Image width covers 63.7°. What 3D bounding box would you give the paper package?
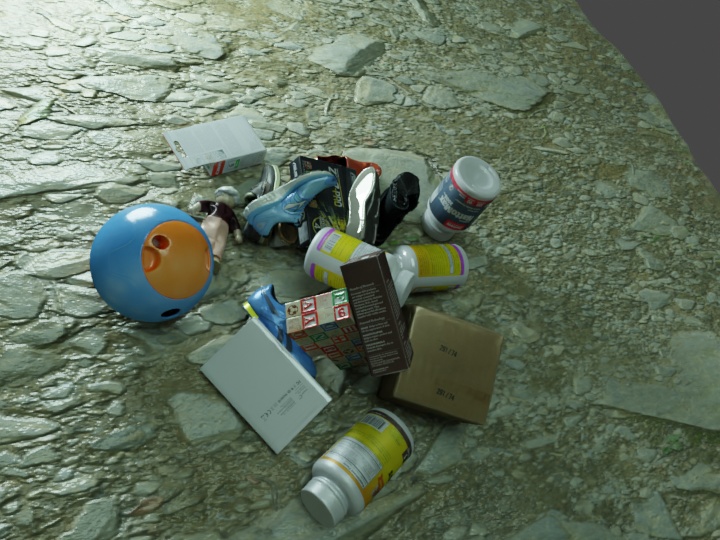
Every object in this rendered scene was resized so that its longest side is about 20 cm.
[{"bbox_3d":[0.154,0.184,1.128,0.199,0.103,0.191,19,77,-13],"label":"paper package"}]

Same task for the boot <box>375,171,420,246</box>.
[{"bbox_3d":[0.090,-0.165,1.319,0.076,0.168,0.200,34,51,-4],"label":"boot"}]

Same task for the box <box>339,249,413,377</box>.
[{"bbox_3d":[0.031,0.071,1.005,0.075,0.100,0.201,-13,94,11],"label":"box"}]

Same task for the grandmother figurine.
[{"bbox_3d":[-0.292,-0.097,1.169,0.121,0.060,0.201,42,41,-32],"label":"grandmother figurine"}]

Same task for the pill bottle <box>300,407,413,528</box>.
[{"bbox_3d":[-0.006,0.334,0.985,0.109,0.109,0.200,47,52,9],"label":"pill bottle"}]

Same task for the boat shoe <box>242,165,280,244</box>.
[{"bbox_3d":[-0.212,-0.149,1.225,0.066,0.072,0.202,15,56,-22],"label":"boat shoe"}]

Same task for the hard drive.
[{"bbox_3d":[-0.165,0.199,1.015,0.132,0.027,0.200,-44,83,-8],"label":"hard drive"}]

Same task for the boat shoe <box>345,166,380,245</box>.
[{"bbox_3d":[0.011,-0.129,1.255,0.057,0.067,0.201,39,52,-44],"label":"boat shoe"}]

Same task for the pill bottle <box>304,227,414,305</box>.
[{"bbox_3d":[0.000,0.000,1.118,0.199,0.104,0.104,25,50,14],"label":"pill bottle"}]

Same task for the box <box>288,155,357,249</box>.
[{"bbox_3d":[-0.069,-0.138,1.260,0.161,0.049,0.201,8,66,-41],"label":"box"}]

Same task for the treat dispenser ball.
[{"bbox_3d":[-0.352,-0.013,0.989,0.200,0.201,0.202,12,55,-18],"label":"treat dispenser ball"}]

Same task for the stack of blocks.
[{"bbox_3d":[-0.045,0.114,1.056,0.115,0.200,0.059,-16,57,10],"label":"stack of blocks"}]

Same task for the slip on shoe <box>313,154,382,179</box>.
[{"bbox_3d":[-0.032,-0.240,1.380,0.199,0.061,0.074,-2,58,-28],"label":"slip on shoe"}]

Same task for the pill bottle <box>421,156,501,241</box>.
[{"bbox_3d":[0.227,-0.159,1.359,0.119,0.200,0.120,12,55,-18],"label":"pill bottle"}]

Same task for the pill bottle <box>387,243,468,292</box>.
[{"bbox_3d":[0.131,-0.005,1.275,0.199,0.104,0.105,-2,60,-27],"label":"pill bottle"}]

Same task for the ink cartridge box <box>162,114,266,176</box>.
[{"bbox_3d":[-0.319,-0.267,1.269,0.200,0.050,0.109,-24,72,-34],"label":"ink cartridge box"}]

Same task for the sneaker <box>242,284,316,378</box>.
[{"bbox_3d":[-0.134,0.112,1.082,0.078,0.066,0.200,-38,77,-7],"label":"sneaker"}]

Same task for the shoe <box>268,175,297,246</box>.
[{"bbox_3d":[-0.154,-0.132,1.253,0.070,0.053,0.201,34,49,-26],"label":"shoe"}]

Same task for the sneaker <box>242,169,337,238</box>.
[{"bbox_3d":[-0.131,-0.132,1.165,0.200,0.078,0.090,-30,96,-6],"label":"sneaker"}]
